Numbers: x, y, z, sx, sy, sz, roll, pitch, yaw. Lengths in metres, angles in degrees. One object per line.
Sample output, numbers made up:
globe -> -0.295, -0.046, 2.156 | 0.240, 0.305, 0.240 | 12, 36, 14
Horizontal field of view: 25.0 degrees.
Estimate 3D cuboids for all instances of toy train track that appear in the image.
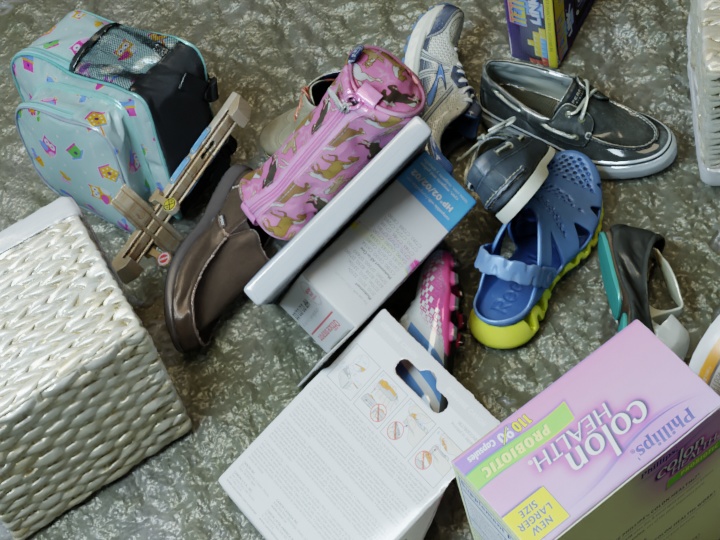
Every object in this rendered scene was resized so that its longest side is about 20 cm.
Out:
toy train track -> -0.158, -0.072, 1.477 | 0.032, 0.115, 0.201 | 28, 80, 35

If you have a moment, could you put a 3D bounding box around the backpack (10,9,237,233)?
backpack -> -0.238, -0.145, 1.528 | 0.199, 0.177, 0.153 | 31, 63, 34

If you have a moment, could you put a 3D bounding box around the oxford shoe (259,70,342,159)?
oxford shoe -> -0.034, -0.152, 1.503 | 0.199, 0.074, 0.071 | -17, 51, 43

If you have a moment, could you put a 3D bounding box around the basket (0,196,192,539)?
basket -> -0.267, 0.085, 1.363 | 0.199, 0.199, 0.161 | -32, 58, -11

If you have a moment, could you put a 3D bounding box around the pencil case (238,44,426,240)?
pencil case -> -0.027, -0.107, 1.414 | 0.086, 0.200, 0.084 | 20, 47, -26

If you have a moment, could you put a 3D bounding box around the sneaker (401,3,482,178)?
sneaker -> 0.079, -0.159, 1.530 | 0.084, 0.077, 0.202 | 9, 68, 17

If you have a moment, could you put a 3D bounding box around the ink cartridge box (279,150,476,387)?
ink cartridge box -> 0.000, 0.000, 1.397 | 0.068, 0.115, 0.200 | 44, 71, 1

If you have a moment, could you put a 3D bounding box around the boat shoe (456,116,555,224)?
boat shoe -> 0.122, -0.091, 1.410 | 0.062, 0.200, 0.075 | 43, 109, -4

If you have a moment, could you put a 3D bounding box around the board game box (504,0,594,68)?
board game box -> 0.189, -0.321, 1.533 | 0.056, 0.201, 0.166 | 19, 61, 22

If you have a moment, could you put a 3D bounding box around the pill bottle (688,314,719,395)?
pill bottle -> 0.356, 0.111, 1.243 | 0.116, 0.117, 0.200 | -40, 57, -15

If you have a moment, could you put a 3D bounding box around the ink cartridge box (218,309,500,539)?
ink cartridge box -> 0.003, 0.156, 1.311 | 0.200, 0.050, 0.161 | -45, 56, -3

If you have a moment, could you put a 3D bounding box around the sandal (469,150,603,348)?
sandal -> 0.155, -0.031, 1.410 | 0.079, 0.087, 0.201 | 15, 58, 24

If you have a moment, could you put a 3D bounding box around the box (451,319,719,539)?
box -> 0.174, 0.168, 1.194 | 0.175, 0.201, 0.097 | -36, 55, -12

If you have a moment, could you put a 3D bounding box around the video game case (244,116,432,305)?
video game case -> -0.018, -0.047, 1.383 | 0.023, 0.182, 0.200 | 44, 89, 1

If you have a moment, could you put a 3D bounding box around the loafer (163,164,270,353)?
loafer -> -0.118, -0.013, 1.468 | 0.070, 0.073, 0.202 | 9, 58, 20

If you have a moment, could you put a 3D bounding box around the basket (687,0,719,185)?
basket -> 0.386, -0.202, 1.421 | 0.197, 0.161, 0.200 | -5, 55, 12

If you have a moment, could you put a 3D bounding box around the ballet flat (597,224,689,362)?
ballet flat -> 0.238, 0.043, 1.352 | 0.067, 0.068, 0.202 | 0, 56, 3

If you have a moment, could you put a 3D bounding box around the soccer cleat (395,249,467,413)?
soccer cleat -> 0.045, 0.069, 1.375 | 0.085, 0.070, 0.202 | -3, 55, 10

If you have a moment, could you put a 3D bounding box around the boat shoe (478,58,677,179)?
boat shoe -> 0.193, -0.141, 1.486 | 0.198, 0.071, 0.073 | 17, 61, 24
